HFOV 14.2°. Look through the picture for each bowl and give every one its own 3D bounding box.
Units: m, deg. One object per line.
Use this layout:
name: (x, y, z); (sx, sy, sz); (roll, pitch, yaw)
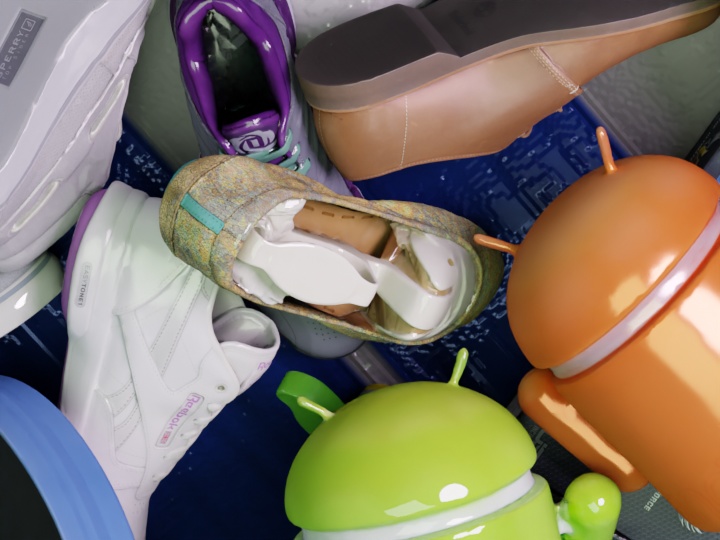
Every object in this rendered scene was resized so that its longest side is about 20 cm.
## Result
bowl: (-0.158, 0.143, 1.327); (0.039, 0.200, 0.201); (-17, 110, -33)

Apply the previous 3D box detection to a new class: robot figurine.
robot figurine: (0.146, 0.031, 1.251); (0.200, 0.144, 0.117); (44, 71, -8)
robot figurine: (0.034, 0.140, 1.275); (0.175, 0.116, 0.201); (-16, 98, -6)

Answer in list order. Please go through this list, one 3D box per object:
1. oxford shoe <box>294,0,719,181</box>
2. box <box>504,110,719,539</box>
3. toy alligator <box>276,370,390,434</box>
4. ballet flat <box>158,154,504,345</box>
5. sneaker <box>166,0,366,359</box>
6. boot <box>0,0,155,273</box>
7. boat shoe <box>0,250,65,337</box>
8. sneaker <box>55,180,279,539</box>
oxford shoe: (0.073, -0.093, 1.294); (0.199, 0.071, 0.071); (-17, 124, -3)
box: (0.179, 0.045, 1.339); (0.157, 0.051, 0.200); (34, 105, -8)
toy alligator: (0.036, 0.115, 1.370); (0.200, 0.059, 0.054); (35, 148, -10)
ballet flat: (0.000, 0.000, 1.276); (0.200, 0.071, 0.071); (18, 111, -41)
sneaker: (-0.046, -0.043, 1.304); (0.074, 0.088, 0.201); (-18, 105, 8)
boot: (-0.132, -0.096, 1.303); (0.073, 0.096, 0.200); (28, 76, 20)
boat shoe: (-0.237, 0.018, 1.341); (0.200, 0.070, 0.072); (-19, 109, 11)
sneaker: (-0.092, 0.059, 1.328); (0.099, 0.075, 0.201); (11, 121, 4)
